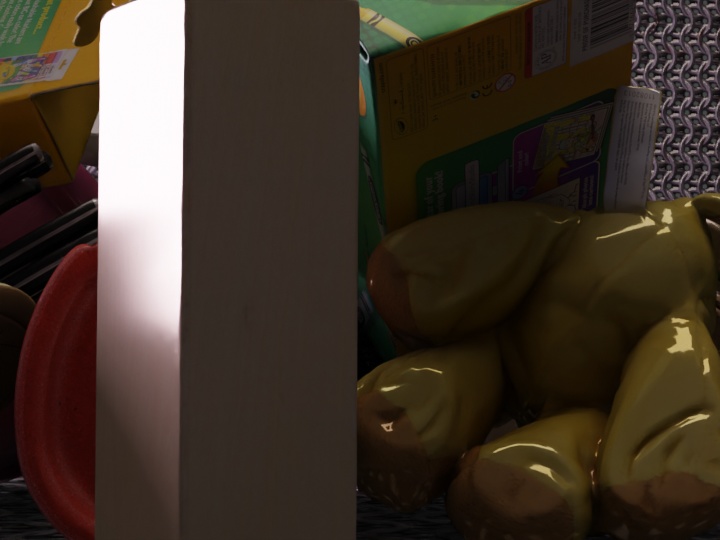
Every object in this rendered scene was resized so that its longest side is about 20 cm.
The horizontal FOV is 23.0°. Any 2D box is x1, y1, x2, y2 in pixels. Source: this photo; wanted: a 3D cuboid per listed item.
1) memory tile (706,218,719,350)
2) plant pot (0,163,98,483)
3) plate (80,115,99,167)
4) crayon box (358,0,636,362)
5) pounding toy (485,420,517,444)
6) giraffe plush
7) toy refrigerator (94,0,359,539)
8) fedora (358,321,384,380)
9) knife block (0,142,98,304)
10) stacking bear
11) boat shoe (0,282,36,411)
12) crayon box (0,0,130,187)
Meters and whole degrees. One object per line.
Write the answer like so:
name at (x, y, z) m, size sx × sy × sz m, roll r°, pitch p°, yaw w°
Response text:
memory tile at (0.203, 0.045, 0.809) m, size 0.017 × 0.200 × 0.153 m, roll -47°, pitch 20°, yaw -20°
plant pot at (-0.224, 0.032, 0.892) m, size 0.200 × 0.200 × 0.179 m, roll 0°, pitch 14°, yaw 4°
plate at (-0.118, -0.091, 0.961) m, size 0.200 × 0.032 × 0.199 m, roll -6°, pitch 22°, yaw -40°
crayon box at (0.050, -0.053, 0.755) m, size 0.119 × 0.058 × 0.200 m, roll -22°, pitch -39°, yaw -14°
pounding toy at (0.071, 0.065, 1.070) m, size 0.184 × 0.142 × 0.200 m, roll -1°, pitch 15°, yaw 40°
giraffe plush at (0.093, 0.047, 0.751) m, size 0.172 × 0.200 × 0.162 m, roll 22°, pitch -21°, yaw 19°
toy refrigerator at (-0.042, 0.011, 0.585) m, size 0.070 × 0.200 × 0.076 m, roll 1°, pitch -2°, yaw -29°
fedora at (0.000, 0.000, 0.904) m, size 0.200 × 0.092 × 0.201 m, roll -2°, pitch 41°, yaw 2°
knife block at (-0.195, 0.035, 0.742) m, size 0.175 × 0.200 × 0.064 m, roll 15°, pitch -3°, yaw -4°
stacking bear at (-0.068, 0.057, 0.761) m, size 0.121 × 0.114 × 0.200 m, roll 29°, pitch 3°, yaw 6°
boat shoe at (-0.219, 0.048, 0.666) m, size 0.201 × 0.072 × 0.066 m, roll -26°, pitch 33°, yaw -27°
crayon box at (-0.192, -0.085, 0.835) m, size 0.200 × 0.052 × 0.126 m, roll -10°, pitch 37°, yaw 15°
